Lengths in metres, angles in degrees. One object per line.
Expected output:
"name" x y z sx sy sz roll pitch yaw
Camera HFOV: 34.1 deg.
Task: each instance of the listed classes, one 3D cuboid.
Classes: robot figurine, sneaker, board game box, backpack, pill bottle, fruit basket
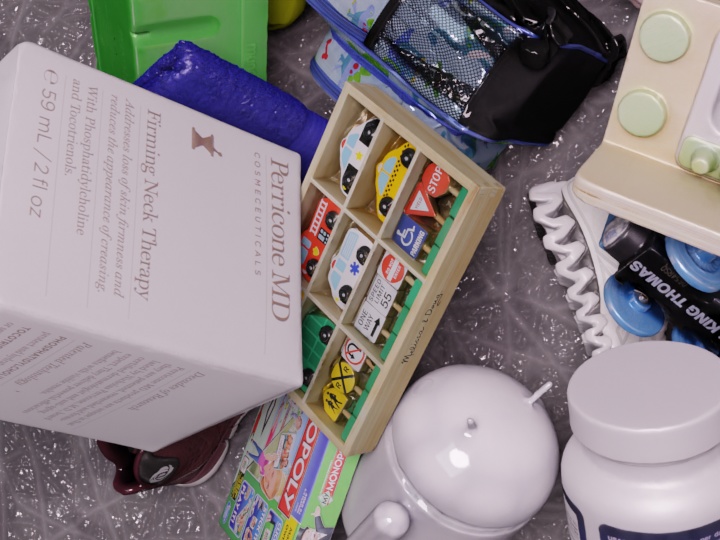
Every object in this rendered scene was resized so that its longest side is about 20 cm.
"robot figurine" 0.058 0.138 0.780 0.113 0.170 0.200 44 139 14
"sneaker" -0.124 0.088 0.850 0.076 0.116 0.200 33 112 23
"sneaker" 0.182 0.022 0.801 0.081 0.075 0.200 -21 79 7
"board game box" -0.039 0.115 0.842 0.029 0.135 0.200 19 91 -24
"backpack" 0.049 -0.164 0.801 0.200 0.183 0.147 45 113 15
"pill bottle" 0.184 0.150 0.717 0.116 0.116 0.200 -3 119 19
"fruit basket" -0.094 -0.198 0.864 0.216 0.216 0.156 -42 59 11

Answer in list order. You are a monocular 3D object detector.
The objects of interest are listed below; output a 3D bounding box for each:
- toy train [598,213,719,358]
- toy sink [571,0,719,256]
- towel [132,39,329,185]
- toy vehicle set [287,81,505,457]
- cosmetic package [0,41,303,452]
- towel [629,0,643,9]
"toy train" 0.239 0.015 0.740 0.200 0.114 0.087 36 137 -8
"toy sink" 0.223 -0.106 0.678 0.130 0.200 0.112 24 127 20
"towel" -0.084 -0.081 0.823 0.148 0.200 0.050 -33 48 36
"toy vehicle set" 0.000 0.000 0.737 0.124 0.027 0.200 42 119 34
"cosmetic package" -0.162 -0.003 0.722 0.166 0.200 0.167 -28 54 42
"towel" 0.194 -0.290 0.776 0.191 0.032 0.200 33 95 -7
